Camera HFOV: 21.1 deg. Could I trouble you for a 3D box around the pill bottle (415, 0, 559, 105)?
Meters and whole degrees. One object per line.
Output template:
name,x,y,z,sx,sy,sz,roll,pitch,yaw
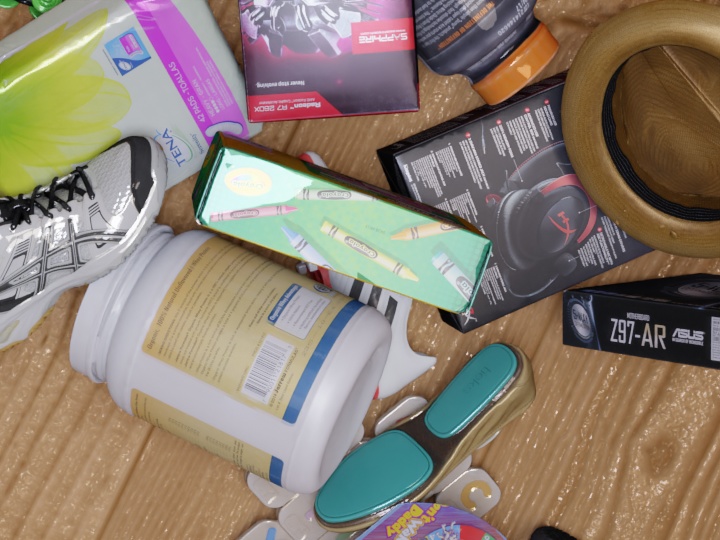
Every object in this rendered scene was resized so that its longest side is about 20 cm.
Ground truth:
pill bottle,0.059,-0.218,1.428,0.106,0.106,0.200,-42,101,-4

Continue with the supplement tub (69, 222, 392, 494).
supplement tub,-0.093,0.058,1.388,0.199,0.145,0.145,25,91,10

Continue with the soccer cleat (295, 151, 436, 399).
soccer cleat,0.000,0.000,1.465,0.085,0.069,0.201,-20,103,-16

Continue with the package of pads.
package of pads,-0.183,-0.118,1.388,0.200,0.068,0.155,-31,129,-5

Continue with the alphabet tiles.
alphabet tiles,0.005,0.196,1.489,0.195,0.015,0.200,-39,111,1

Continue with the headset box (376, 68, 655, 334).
headset box,0.134,-0.061,1.474,0.199,0.075,0.149,-24,100,-7

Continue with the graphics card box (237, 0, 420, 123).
graphics card box,-0.025,-0.206,1.351,0.125,0.051,0.201,-3,104,1

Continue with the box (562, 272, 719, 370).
box,0.273,0.038,1.422,0.160,0.200,0.044,-6,99,-38

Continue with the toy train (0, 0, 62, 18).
toy train,-0.243,-0.217,1.408,0.199,0.042,0.057,18,82,-12

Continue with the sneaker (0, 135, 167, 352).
sneaker,-0.221,-0.026,1.333,0.200,0.076,0.088,-43,131,8

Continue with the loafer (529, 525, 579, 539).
loafer,0.206,0.278,1.533,0.200,0.073,0.071,32,99,-7

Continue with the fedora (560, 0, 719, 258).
fedora,0.244,-0.110,1.400,0.200,0.082,0.201,9,119,18

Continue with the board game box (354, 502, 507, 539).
board game box,0.035,0.268,1.418,0.200,0.039,0.158,-40,112,3

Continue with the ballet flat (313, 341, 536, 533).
ballet flat,0.055,0.137,1.446,0.200,0.069,0.063,-39,140,-3

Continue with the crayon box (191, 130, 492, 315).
crayon box,-0.016,-0.035,1.356,0.199,0.119,0.058,19,97,-9
